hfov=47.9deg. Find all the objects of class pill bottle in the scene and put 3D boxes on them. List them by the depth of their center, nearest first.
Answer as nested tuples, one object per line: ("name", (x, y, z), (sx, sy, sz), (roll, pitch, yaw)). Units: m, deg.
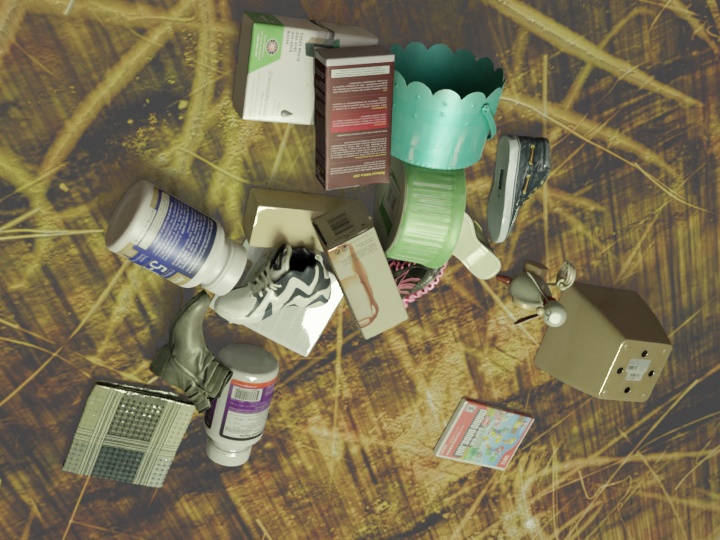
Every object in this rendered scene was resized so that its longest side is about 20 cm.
("pill bottle", (-0.282, -0.043, 1.263), (0.199, 0.120, 0.120), (31, 102, -31))
("pill bottle", (-0.218, 0.242, 1.442), (0.110, 0.112, 0.202), (6, 114, -24))

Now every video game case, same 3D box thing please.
("video game case", (0.269, 0.358, 1.757), (0.199, 0.017, 0.144), (18, 107, -29))

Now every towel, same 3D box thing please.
("towel", (-0.410, 0.290, 1.441), (0.191, 0.035, 0.201), (18, 110, -26))

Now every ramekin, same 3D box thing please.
("ramekin", (0.091, -0.107, 1.343), (0.097, 0.200, 0.202), (6, 114, -16))

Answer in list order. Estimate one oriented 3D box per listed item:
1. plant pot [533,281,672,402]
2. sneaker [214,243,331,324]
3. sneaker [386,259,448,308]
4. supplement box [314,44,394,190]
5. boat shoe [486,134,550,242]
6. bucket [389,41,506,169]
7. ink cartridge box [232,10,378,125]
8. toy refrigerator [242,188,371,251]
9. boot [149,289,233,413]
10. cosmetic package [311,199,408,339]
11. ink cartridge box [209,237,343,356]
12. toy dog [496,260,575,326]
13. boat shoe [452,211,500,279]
("plant pot", (0.511, 0.163, 1.662), (0.198, 0.177, 0.202), (8, 113, -26))
("sneaker", (-0.146, 0.012, 1.320), (0.197, 0.080, 0.130), (-6, 135, -5))
("sneaker", (0.072, 0.009, 1.453), (0.095, 0.079, 0.200), (41, 111, -17))
("supplement box", (-0.011, -0.228, 1.215), (0.108, 0.061, 0.202), (-8, 120, -18))
("boat shoe", (0.291, -0.146, 1.473), (0.090, 0.071, 0.202), (-2, 114, -17))
("bucket", (0.121, -0.260, 1.274), (0.205, 0.208, 0.136), (-5, 127, -20))
("ink cartridge box", (-0.084, -0.302, 1.232), (0.198, 0.084, 0.147), (0, 117, -22))
("toy refrigerator", (-0.090, -0.083, 1.354), (0.198, 0.070, 0.076), (4, 121, -23))
("boot", (-0.260, 0.136, 1.350), (0.130, 0.068, 0.201), (36, 120, 6))
("cosmetic package", (0.000, 0.000, 1.336), (0.087, 0.104, 0.201), (-26, 126, -4))
("ink cartridge box", (-0.139, 0.037, 1.420), (0.199, 0.057, 0.163), (29, 103, -10))
("toy dog", (0.318, 0.040, 1.531), (0.095, 0.200, 0.133), (11, 87, -9))
("boat shoe", (0.185, -0.065, 1.481), (0.072, 0.061, 0.202), (-35, 124, 15))
